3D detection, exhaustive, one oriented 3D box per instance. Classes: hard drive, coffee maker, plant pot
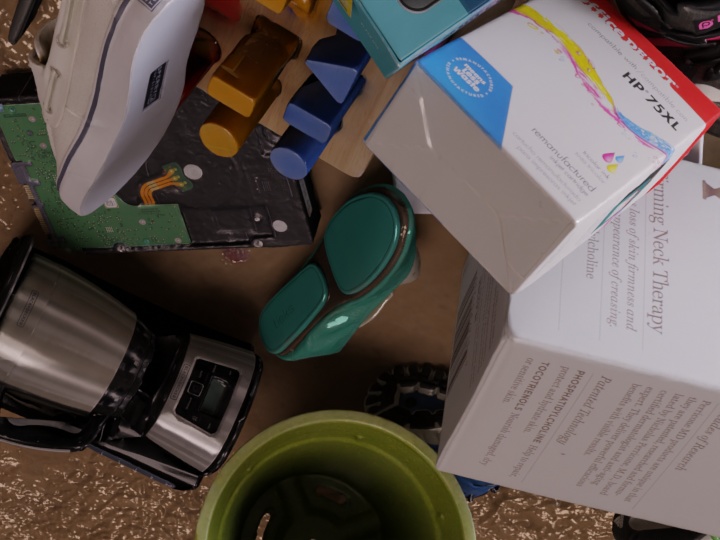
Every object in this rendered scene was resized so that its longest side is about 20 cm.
[{"bbox_3d":[-0.137,-0.076,0.985,0.200,0.038,0.140,-3,131,15],"label":"hard drive"},{"bbox_3d":[-0.188,0.065,1.070,0.200,0.192,0.135,28,95,-17],"label":"coffee maker"},{"bbox_3d":[-0.029,0.213,1.105,0.200,0.200,0.190,19,168,-4],"label":"plant pot"}]

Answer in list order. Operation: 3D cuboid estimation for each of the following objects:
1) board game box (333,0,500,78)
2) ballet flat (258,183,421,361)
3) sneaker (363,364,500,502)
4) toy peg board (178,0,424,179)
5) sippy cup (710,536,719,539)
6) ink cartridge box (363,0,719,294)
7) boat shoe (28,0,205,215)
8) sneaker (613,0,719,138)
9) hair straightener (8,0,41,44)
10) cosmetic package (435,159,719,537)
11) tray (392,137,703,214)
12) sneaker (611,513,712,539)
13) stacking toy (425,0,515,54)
[{"bbox_3d":[0.020,-0.220,0.706,0.151,0.047,0.200,-35,94,-6],"label":"board game box"},{"bbox_3d":[0.000,0.000,1.002,0.070,0.067,0.200,-4,153,-35],"label":"ballet flat"},{"bbox_3d":[0.105,0.127,1.095,0.200,0.079,0.089,9,141,16],"label":"sneaker"},{"bbox_3d":[-0.072,-0.135,0.800,0.199,0.098,0.200,31,145,2],"label":"toy peg board"},{"bbox_3d":[0.317,0.122,1.000,0.130,0.178,0.140,40,159,-8],"label":"sippy cup"},{"bbox_3d":[0.111,-0.085,0.786,0.116,0.200,0.067,46,137,10],"label":"ink cartridge box"},{"bbox_3d":[-0.138,-0.103,0.760,0.070,0.071,0.200,42,149,6],"label":"boat shoe"},{"bbox_3d":[0.185,-0.141,0.807,0.077,0.084,0.200,-40,118,7],"label":"sneaker"},{"bbox_3d":[-0.186,-0.216,0.866,0.077,0.041,0.200,20,133,-5],"label":"hair straightener"},{"bbox_3d":[0.169,0.040,0.903,0.200,0.168,0.166,13,143,-5],"label":"cosmetic package"},{"bbox_3d":[0.117,-0.082,0.928,0.200,0.022,0.108,2,131,12],"label":"tray"},{"bbox_3d":[0.308,0.219,1.134,0.200,0.076,0.115,-4,140,28],"label":"sneaker"},{"bbox_3d":[-0.007,-0.192,0.826,0.200,0.085,0.085,28,132,-4],"label":"stacking toy"}]
